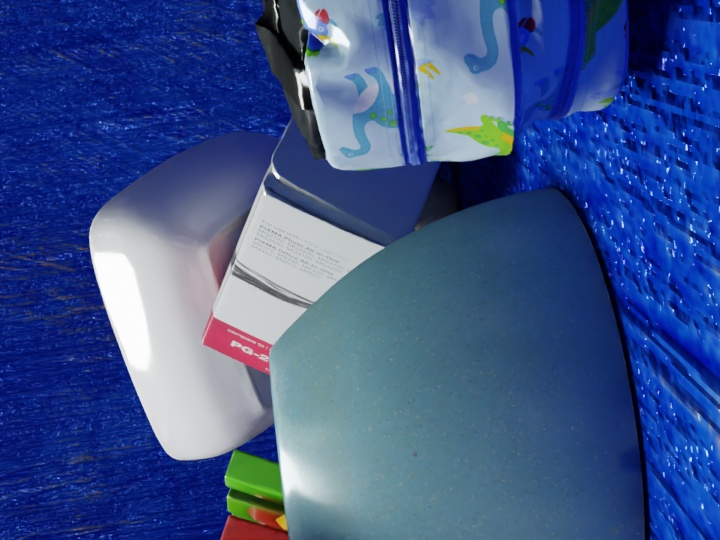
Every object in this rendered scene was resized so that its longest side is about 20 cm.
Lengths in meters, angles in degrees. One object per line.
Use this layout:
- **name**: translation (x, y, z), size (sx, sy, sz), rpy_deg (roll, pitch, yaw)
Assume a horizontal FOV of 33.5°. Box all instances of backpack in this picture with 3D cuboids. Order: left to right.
- **backpack**: translation (0.021, -0.121, 0.409), size (0.201, 0.152, 0.165), rpy_deg (-64, -24, -54)

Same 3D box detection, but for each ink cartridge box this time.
- **ink cartridge box**: translation (-0.016, -0.039, 0.699), size (0.200, 0.083, 0.146), rpy_deg (123, 171, -59)

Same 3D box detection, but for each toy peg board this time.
- **toy peg board**: translation (-0.066, 0.236, 0.863), size (0.201, 0.097, 0.201), rpy_deg (93, -167, -65)

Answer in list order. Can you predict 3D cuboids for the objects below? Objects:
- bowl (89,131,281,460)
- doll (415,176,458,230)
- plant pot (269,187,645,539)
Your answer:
- **bowl**: translation (-0.078, 0.013, 0.841), size (0.200, 0.074, 0.202), rpy_deg (-40, -60, -50)
- **doll**: translation (0.033, -0.126, 0.827), size (0.136, 0.048, 0.203), rpy_deg (161, 102, -73)
- **plant pot**: translation (0.031, 0.072, 0.528), size (0.200, 0.133, 0.203), rpy_deg (173, 90, -86)
